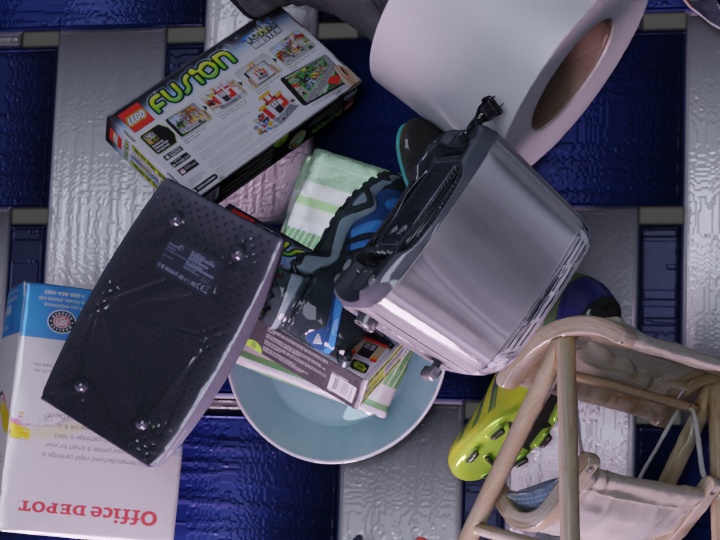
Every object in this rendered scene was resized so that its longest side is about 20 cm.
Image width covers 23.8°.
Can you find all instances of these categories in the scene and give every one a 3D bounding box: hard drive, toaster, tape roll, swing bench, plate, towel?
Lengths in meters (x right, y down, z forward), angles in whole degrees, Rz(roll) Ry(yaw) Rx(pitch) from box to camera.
[{"bbox_3d":[-0.149,0.042,1.330,0.134,0.042,0.201,27,85,26],"label":"hard drive"},{"bbox_3d":[0.084,-0.016,1.292,0.129,0.114,0.201,39,77,-17],"label":"toaster"},{"bbox_3d":[0.121,-0.196,1.386,0.139,0.203,0.203,38,92,17],"label":"tape roll"},{"bbox_3d":[0.200,0.145,1.304,0.129,0.198,0.202,7,82,51],"label":"swing bench"},{"bbox_3d":[-0.020,0.066,1.475,0.198,0.026,0.202,-2,82,13],"label":"plate"},{"bbox_3d":[-0.010,0.009,1.458,0.152,0.023,0.201,19,85,15],"label":"towel"}]

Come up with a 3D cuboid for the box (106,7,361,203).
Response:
[{"bbox_3d":[-0.107,-0.138,1.461,0.200,0.035,0.110,-38,72,-28],"label":"box"}]

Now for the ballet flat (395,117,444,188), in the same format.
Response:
[{"bbox_3d":[0.091,-0.040,1.395,0.068,0.201,0.068,1,40,32],"label":"ballet flat"}]

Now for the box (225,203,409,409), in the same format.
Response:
[{"bbox_3d":[-0.058,0.026,1.400,0.199,0.110,0.035,29,129,14],"label":"box"}]

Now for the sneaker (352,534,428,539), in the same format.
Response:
[{"bbox_3d":[-0.022,0.270,1.430,0.198,0.075,0.085,-12,64,14],"label":"sneaker"}]

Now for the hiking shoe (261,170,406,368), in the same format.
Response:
[{"bbox_3d":[0.000,0.000,1.377,0.086,0.075,0.200,35,50,5],"label":"hiking shoe"}]

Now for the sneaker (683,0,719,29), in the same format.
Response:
[{"bbox_3d":[0.272,-0.268,1.414,0.200,0.079,0.079,48,114,17],"label":"sneaker"}]

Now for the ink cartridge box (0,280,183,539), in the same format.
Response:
[{"bbox_3d":[-0.231,0.121,1.434,0.146,0.145,0.202,8,83,-18],"label":"ink cartridge box"}]

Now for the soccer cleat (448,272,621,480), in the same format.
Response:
[{"bbox_3d":[0.138,0.088,1.424,0.201,0.065,0.084,-52,45,7],"label":"soccer cleat"}]

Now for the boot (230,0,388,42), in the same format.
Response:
[{"bbox_3d":[-0.035,-0.235,1.450,0.131,0.200,0.070,-11,50,21],"label":"boot"}]
